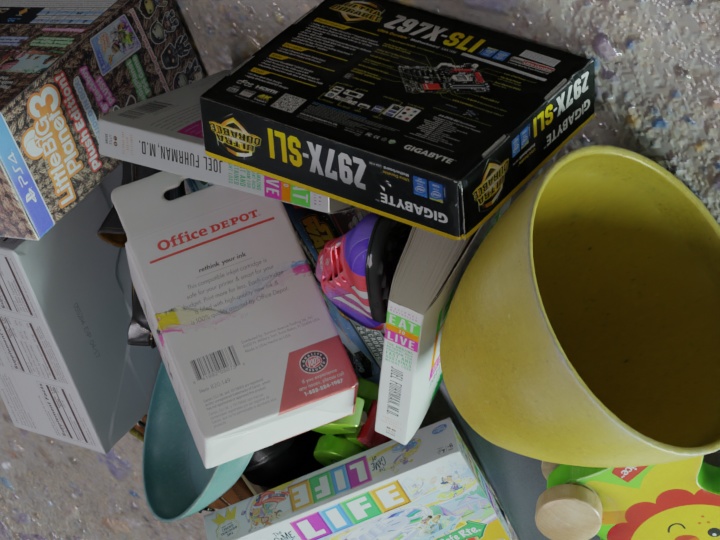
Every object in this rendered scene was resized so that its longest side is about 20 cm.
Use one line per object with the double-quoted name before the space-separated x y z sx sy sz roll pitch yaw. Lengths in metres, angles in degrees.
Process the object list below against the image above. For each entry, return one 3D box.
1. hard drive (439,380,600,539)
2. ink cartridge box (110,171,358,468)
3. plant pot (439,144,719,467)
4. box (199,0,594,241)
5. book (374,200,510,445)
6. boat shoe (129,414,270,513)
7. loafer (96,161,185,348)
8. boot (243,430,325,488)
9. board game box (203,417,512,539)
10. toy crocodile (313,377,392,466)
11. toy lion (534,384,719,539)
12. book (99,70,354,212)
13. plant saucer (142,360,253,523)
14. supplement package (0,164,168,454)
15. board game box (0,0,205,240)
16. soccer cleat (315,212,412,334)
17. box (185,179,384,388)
"hard drive" 0.138 0.123 1.639 0.139 0.033 0.201 -2 125 45
"ink cartridge box" -0.091 0.022 1.575 0.068 0.116 0.201 97 152 -68
"plant pot" 0.133 0.042 1.399 0.200 0.200 0.142 50 135 -9
"box" 0.023 -0.103 1.408 0.199 0.160 0.050 19 131 29
"book" 0.050 0.017 1.492 0.048 0.134 0.200 23 155 10
"boat shoe" -0.121 0.172 1.855 0.200 0.068 0.072 48 179 36
"loafer" -0.161 -0.039 1.664 0.073 0.072 0.201 94 159 -69
"boot" -0.028 0.169 1.761 0.158 0.079 0.211 49 -179 -2
"board game box" 0.000 0.195 1.678 0.199 0.034 0.135 -23 136 8
"toy crocodile" 0.023 0.139 1.698 0.062 0.068 0.200 4 150 40
"toy lion" 0.232 0.158 1.535 0.191 0.069 0.200 31 129 -17
"book" -0.059 -0.090 1.511 0.199 0.133 0.048 16 117 35
"plant saucer" -0.109 0.096 1.685 0.036 0.201 0.200 17 151 -22
"supplement package" -0.223 0.011 1.767 0.111 0.156 0.201 12 134 39
"board game box" -0.240 -0.123 1.611 0.159 0.200 0.097 7 131 41
"soccer cleat" 0.000 0.000 1.515 0.073 0.069 0.200 18 170 8
"box" -0.034 -0.001 1.673 0.137 0.040 0.201 1 127 45
